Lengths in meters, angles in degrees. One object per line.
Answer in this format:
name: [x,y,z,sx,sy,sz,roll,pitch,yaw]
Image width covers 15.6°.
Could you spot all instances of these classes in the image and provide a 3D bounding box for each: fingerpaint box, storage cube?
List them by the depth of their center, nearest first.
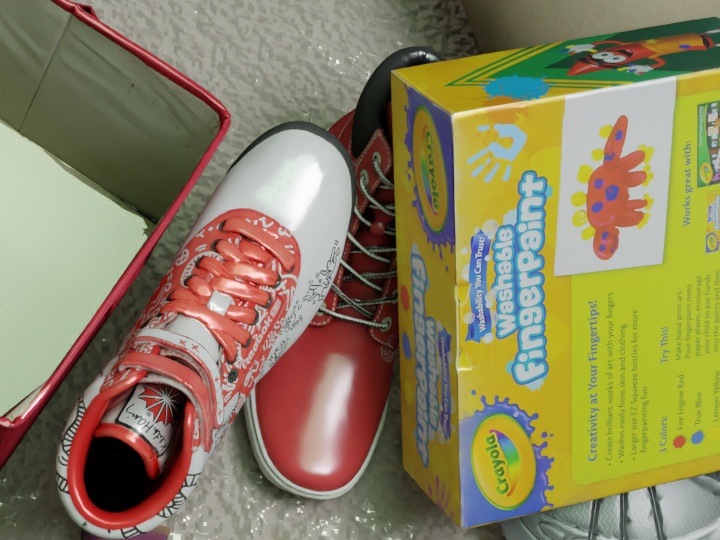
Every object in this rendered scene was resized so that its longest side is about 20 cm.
storage cube: [-0.185,-0.020,1.165,0.171,0.180,0.200,34,65,-3]
fingerpaint box: [0.103,-0.001,1.195,0.166,0.073,0.200,-12,115,-19]

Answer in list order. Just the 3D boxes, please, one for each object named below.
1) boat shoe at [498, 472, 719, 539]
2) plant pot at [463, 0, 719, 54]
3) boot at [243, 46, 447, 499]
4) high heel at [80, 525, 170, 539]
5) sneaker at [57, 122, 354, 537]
boat shoe: [0.162,0.120,1.290,0.201,0.065,0.075,0,85,-11]
plant pot: [0.136,-0.132,1.301,0.200,0.200,0.135,2,98,-16]
boot: [0.000,0.000,1.232,0.072,0.144,0.200,14,69,-12]
high heel: [-0.042,0.175,1.194,0.199,0.068,0.096,9,47,1]
sneaker: [-0.064,0.028,1.143,0.067,0.108,0.202,34,92,-4]
